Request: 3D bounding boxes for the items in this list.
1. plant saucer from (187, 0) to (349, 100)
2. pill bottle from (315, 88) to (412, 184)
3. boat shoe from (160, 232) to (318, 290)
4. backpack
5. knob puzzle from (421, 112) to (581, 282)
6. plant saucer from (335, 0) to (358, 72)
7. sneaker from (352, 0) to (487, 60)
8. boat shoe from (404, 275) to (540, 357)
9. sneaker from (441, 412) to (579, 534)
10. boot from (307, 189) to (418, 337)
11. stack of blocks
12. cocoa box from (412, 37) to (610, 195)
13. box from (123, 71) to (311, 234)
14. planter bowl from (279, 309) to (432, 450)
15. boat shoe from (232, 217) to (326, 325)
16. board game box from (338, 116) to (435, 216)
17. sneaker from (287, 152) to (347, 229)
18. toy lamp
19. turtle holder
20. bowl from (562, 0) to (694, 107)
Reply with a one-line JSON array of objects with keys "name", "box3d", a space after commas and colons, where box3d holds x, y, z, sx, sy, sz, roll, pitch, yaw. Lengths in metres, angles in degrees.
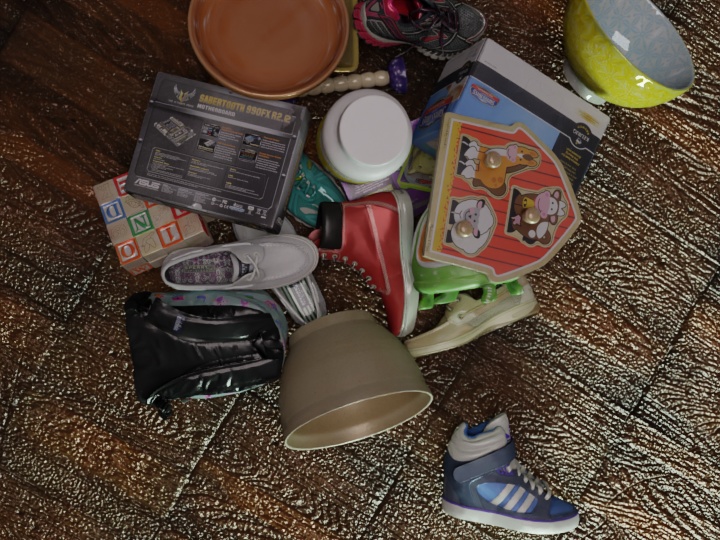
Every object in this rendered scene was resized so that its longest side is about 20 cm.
[{"name": "plant saucer", "box3d": [-0.114, -0.300, 1.233, 0.199, 0.037, 0.202, 2, 73, -6]}, {"name": "pill bottle", "box3d": [0.005, -0.165, 1.227, 0.110, 0.200, 0.112, 0, 93, -7]}, {"name": "boat shoe", "box3d": [-0.152, -0.008, 1.240, 0.198, 0.069, 0.073, 0, 100, -2]}, {"name": "backpack", "box3d": [-0.194, 0.088, 1.286, 0.198, 0.127, 0.168, -6, 113, -1]}, {"name": "knob puzzle", "box3d": [0.181, -0.083, 1.189, 0.218, 0.030, 0.221, 1, 85, -18]}, {"name": "plant saucer", "box3d": [-0.104, -0.345, 1.291, 0.198, 0.048, 0.202, 0, 78, -6]}, {"name": "sneaker", "box3d": [0.089, -0.322, 1.291, 0.199, 0.074, 0.081, -8, 87, -35]}, {"name": "boat shoe", "box3d": [0.144, 0.063, 1.352, 0.199, 0.072, 0.065, -22, 85, -5]}, {"name": "sneaker", "box3d": [0.213, 0.273, 1.364, 0.198, 0.081, 0.148, 8, 97, -1]}, {"name": "boot", "box3d": [0.000, 0.000, 1.312, 0.143, 0.072, 0.201, -11, 107, -14]}, {"name": "stack of blocks", "box3d": [-0.230, -0.088, 1.287, 0.199, 0.059, 0.116, -24, 76, -2]}, {"name": "cocoa box", "box3d": [0.191, -0.181, 1.285, 0.199, 0.133, 0.132, 29, 80, -16]}, {"name": "box", "box3d": [-0.177, -0.146, 1.236, 0.199, 0.048, 0.160, 14, 83, 6]}, {"name": "planter bowl", "box3d": [-0.019, 0.135, 1.291, 0.199, 0.200, 0.136, -16, 68, -5]}, {"name": "boat shoe", "box3d": [-0.103, -0.015, 1.319, 0.073, 0.067, 0.201, -36, 95, -3]}, {"name": "board game box", "box3d": [0.071, -0.139, 1.350, 0.199, 0.032, 0.121, -24, 100, -5]}, {"name": "sneaker", "box3d": [-0.093, -0.130, 1.308, 0.077, 0.080, 0.200, -43, 97, -2]}, {"name": "toy lamp", "box3d": [-0.039, -0.248, 1.317, 0.199, 0.058, 0.059, -11, 95, -5]}, {"name": "turtle holder", "box3d": [0.144, -0.027, 1.272, 0.185, 0.141, 0.133, -9, 91, -39]}, {"name": "bowl", "box3d": [0.333, -0.285, 1.315, 0.200, 0.200, 0.108, 41, 131, -7]}]
